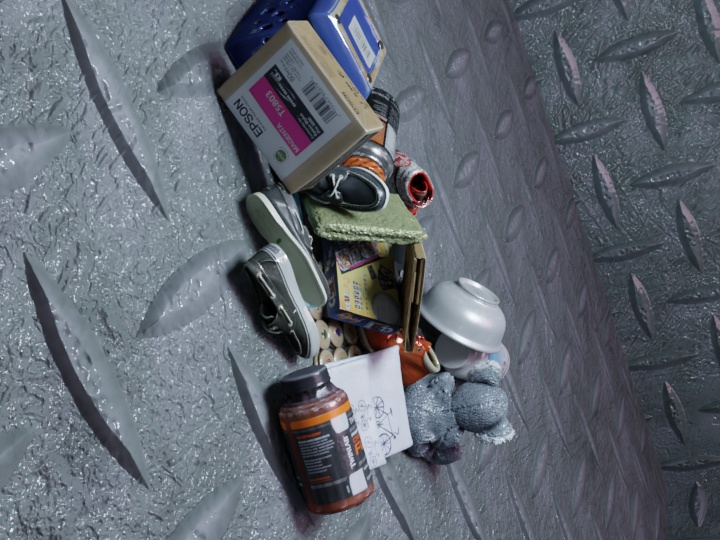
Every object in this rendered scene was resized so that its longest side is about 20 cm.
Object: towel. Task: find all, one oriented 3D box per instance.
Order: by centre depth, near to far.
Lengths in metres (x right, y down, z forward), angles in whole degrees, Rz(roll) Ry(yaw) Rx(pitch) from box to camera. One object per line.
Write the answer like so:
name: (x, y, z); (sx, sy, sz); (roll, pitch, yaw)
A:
towel: (0.001, -0.090, 1.443); (0.200, 0.037, 0.148); (2, 31, -24)

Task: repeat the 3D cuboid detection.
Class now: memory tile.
memory tile: (-0.047, 0.080, 1.460); (0.153, 0.017, 0.200); (2, 75, -63)

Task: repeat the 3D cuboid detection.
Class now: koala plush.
koala plush: (0.184, 0.262, 1.617); (0.184, 0.200, 0.178); (23, 57, -58)

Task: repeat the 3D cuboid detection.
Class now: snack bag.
snack bag: (0.019, 0.231, 1.446); (0.200, 0.021, 0.189); (-8, 89, -50)

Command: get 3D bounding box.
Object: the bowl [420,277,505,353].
bowl: (0.220, 0.076, 1.781); (0.090, 0.201, 0.201); (-62, 159, 17)

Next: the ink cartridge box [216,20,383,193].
ink cartridge box: (-0.091, -0.242, 1.302); (0.200, 0.165, 0.075); (53, 27, 1)

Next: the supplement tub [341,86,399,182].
supplement tub: (0.005, -0.231, 1.598); (0.123, 0.122, 0.200); (51, 36, -40)

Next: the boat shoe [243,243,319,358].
boat shoe: (-0.120, 0.057, 1.283); (0.064, 0.071, 0.200); (-37, 124, -27)

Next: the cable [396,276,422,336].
cable: (0.080, 0.108, 1.643); (0.097, 0.050, 0.200); (-52, 133, -39)

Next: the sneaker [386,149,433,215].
sneaker: (0.093, -0.133, 1.692); (0.067, 0.108, 0.202); (-31, 135, -20)

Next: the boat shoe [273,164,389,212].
boat shoe: (-0.051, -0.138, 1.386); (0.060, 0.200, 0.076); (-14, 118, -59)

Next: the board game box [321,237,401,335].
board game box: (0.000, 0.000, 1.484); (0.135, 0.035, 0.200); (19, 52, -35)

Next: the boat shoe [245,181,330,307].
boat shoe: (-0.095, -0.039, 1.323); (0.068, 0.072, 0.200); (-35, 99, -42)

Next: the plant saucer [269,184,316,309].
plant saucer: (-0.110, -0.035, 1.379); (0.070, 0.019, 0.200); (3, 72, -54)

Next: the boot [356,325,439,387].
boot: (0.066, 0.124, 1.557); (0.200, 0.107, 0.075); (56, 27, -32)

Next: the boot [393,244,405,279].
boot: (0.046, -0.020, 1.650); (0.200, 0.066, 0.165); (15, 62, -56)

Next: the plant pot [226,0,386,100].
plant pot: (-0.074, -0.359, 1.442); (0.200, 0.180, 0.200); (59, 30, -30)

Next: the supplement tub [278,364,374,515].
supplement tub: (-0.055, 0.241, 1.262); (0.107, 0.107, 0.200); (-28, 102, -63)

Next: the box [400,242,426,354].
box: (0.086, 0.028, 1.478); (0.200, 0.021, 0.164); (-91, -174, -73)

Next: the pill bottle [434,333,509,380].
pill bottle: (0.236, 0.181, 1.867); (0.200, 0.109, 0.109); (25, 55, -58)
